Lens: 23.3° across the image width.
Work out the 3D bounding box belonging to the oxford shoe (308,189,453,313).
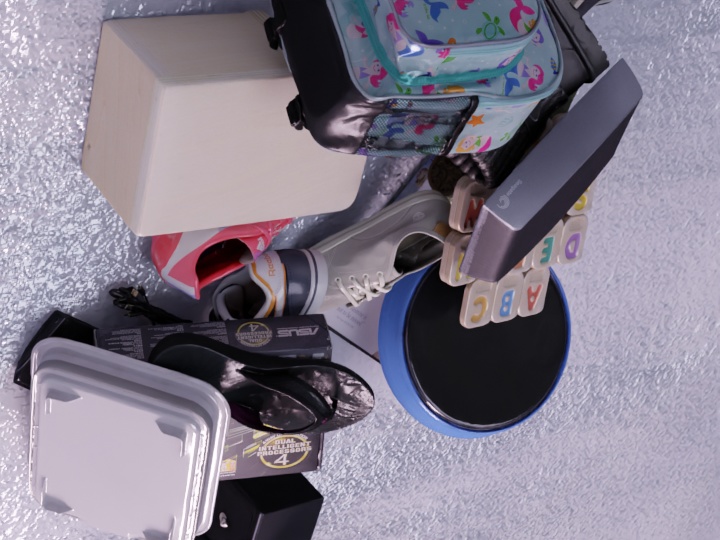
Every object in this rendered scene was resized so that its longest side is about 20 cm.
[{"bbox_3d":[0.000,0.000,1.566,0.199,0.058,0.075,-31,146,13],"label":"oxford shoe"}]

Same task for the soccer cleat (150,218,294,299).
[{"bbox_3d":[-0.084,-0.046,1.463,0.199,0.076,0.067,-33,140,-19],"label":"soccer cleat"}]

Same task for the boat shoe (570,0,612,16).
[{"bbox_3d":[0.163,-0.212,1.565,0.200,0.072,0.063,-45,140,-12],"label":"boat shoe"}]

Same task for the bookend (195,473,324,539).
[{"bbox_3d":[-0.088,0.289,1.649,0.092,0.200,0.200,-9,129,-40],"label":"bookend"}]

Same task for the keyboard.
[{"bbox_3d":[-0.200,0.073,1.500,0.127,0.021,0.200,-47,144,8],"label":"keyboard"}]

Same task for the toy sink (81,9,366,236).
[{"bbox_3d":[-0.101,-0.120,1.354,0.198,0.112,0.131,-10,129,-33],"label":"toy sink"}]

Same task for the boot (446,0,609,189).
[{"bbox_3d":[0.098,-0.189,1.455,0.158,0.079,0.211,-42,107,-7],"label":"boot"}]

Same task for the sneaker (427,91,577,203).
[{"bbox_3d":[0.146,-0.124,1.619,0.200,0.067,0.090,-48,141,-11],"label":"sneaker"}]

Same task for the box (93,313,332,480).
[{"bbox_3d":[-0.128,0.113,1.497,0.198,0.049,0.162,-3,132,-11],"label":"box"}]

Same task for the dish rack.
[{"bbox_3d":[-0.200,0.154,1.444,0.044,0.170,0.201,-70,175,-46],"label":"dish rack"}]

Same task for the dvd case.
[{"bbox_3d":[0.049,-0.010,1.672,0.200,0.018,0.142,-51,142,3],"label":"dvd case"}]

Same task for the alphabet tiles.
[{"bbox_3d":[0.148,-0.045,1.591,0.199,0.015,0.198,-10,116,-46],"label":"alphabet tiles"}]

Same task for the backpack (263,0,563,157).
[{"bbox_3d":[0.052,-0.178,1.283,0.198,0.179,0.151,2,147,-34],"label":"backpack"}]

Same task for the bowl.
[{"bbox_3d":[0.113,0.061,1.662,0.199,0.039,0.203,-1,94,-24],"label":"bowl"}]

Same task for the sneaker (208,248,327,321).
[{"bbox_3d":[-0.101,0.059,1.539,0.079,0.079,0.201,4,128,-30],"label":"sneaker"}]

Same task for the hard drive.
[{"bbox_3d":[0.167,-0.081,1.507,0.200,0.042,0.135,-46,167,-25],"label":"hard drive"}]

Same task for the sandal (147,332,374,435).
[{"bbox_3d":[-0.080,0.106,1.434,0.199,0.048,0.076,13,126,-23],"label":"sandal"}]
